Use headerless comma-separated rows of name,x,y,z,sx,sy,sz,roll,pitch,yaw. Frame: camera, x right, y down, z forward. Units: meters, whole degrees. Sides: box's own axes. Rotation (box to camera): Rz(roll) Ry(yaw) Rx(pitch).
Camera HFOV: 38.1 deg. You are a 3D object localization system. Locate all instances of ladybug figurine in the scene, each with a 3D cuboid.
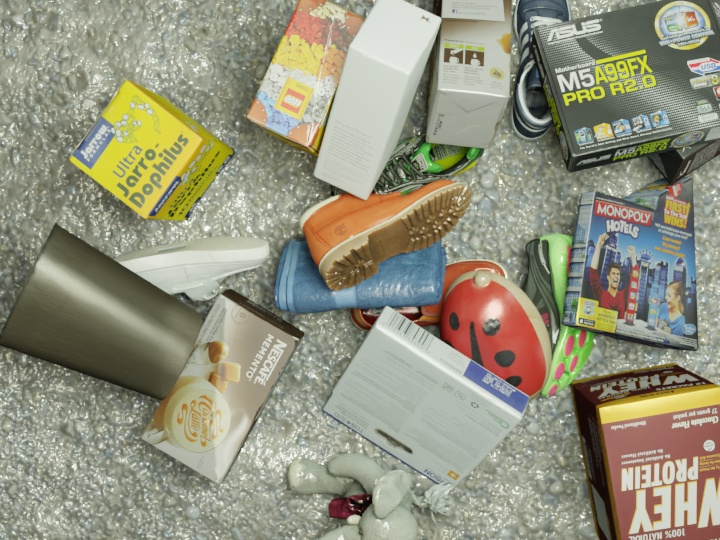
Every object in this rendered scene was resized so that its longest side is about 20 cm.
ladybug figurine,0.150,0.090,1.208,0.135,0.072,0.201,5,129,32

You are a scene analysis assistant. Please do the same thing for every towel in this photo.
towel,0.000,0.000,1.231,0.198,0.112,0.049,-3,131,11

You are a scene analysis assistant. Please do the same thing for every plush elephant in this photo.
plush elephant,0.011,0.300,1.219,0.198,0.155,0.166,-12,92,9

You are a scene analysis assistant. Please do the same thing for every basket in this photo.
basket,-0.295,0.058,1.207,0.199,0.137,0.180,26,136,-15

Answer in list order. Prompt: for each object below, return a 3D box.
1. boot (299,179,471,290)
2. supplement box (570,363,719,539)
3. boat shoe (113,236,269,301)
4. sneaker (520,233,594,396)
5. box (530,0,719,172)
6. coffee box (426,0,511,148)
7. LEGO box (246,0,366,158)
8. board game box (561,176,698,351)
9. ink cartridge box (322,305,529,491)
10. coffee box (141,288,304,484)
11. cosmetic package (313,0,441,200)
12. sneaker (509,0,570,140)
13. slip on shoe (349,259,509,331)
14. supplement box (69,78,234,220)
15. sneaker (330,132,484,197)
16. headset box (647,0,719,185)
boot,0.026,-0.067,1.198,0.199,0.075,0.107,-26,51,-11
supplement box,0.333,0.223,1.182,0.132,0.200,0.199,-10,92,3
boat shoe,-0.205,0.004,1.273,0.198,0.072,0.069,-10,107,1
sneaker,0.230,0.052,1.254,0.076,0.083,0.202,-11,107,-39
box,0.301,-0.206,1.131,0.198,0.044,0.161,-12,72,0
coffee box,0.122,-0.255,1.174,0.079,0.115,0.202,5,68,-2
LEGO box,-0.051,-0.214,1.187,0.077,0.200,0.150,25,93,2
board game box,0.316,-0.021,1.209,0.199,0.062,0.202,13,83,-31
ink cartridge box,0.072,0.156,1.235,0.196,0.200,0.043,32,50,1
coffee box,-0.164,0.138,1.267,0.114,0.080,0.201,30,94,2
cosmetic package,0.015,-0.183,1.125,0.071,0.201,0.102,25,52,3
sneaker,0.214,-0.256,1.216,0.069,0.109,0.202,5,92,2
slip on shoe,0.084,0.034,1.259,0.198,0.061,0.075,-12,90,2
supplement box,-0.233,-0.132,1.200,0.109,0.200,0.109,37,94,1
sneaker,0.054,-0.127,1.242,0.199,0.085,0.078,-26,90,4
headset box,0.396,-0.217,1.193,0.199,0.075,0.149,-31,72,-7
